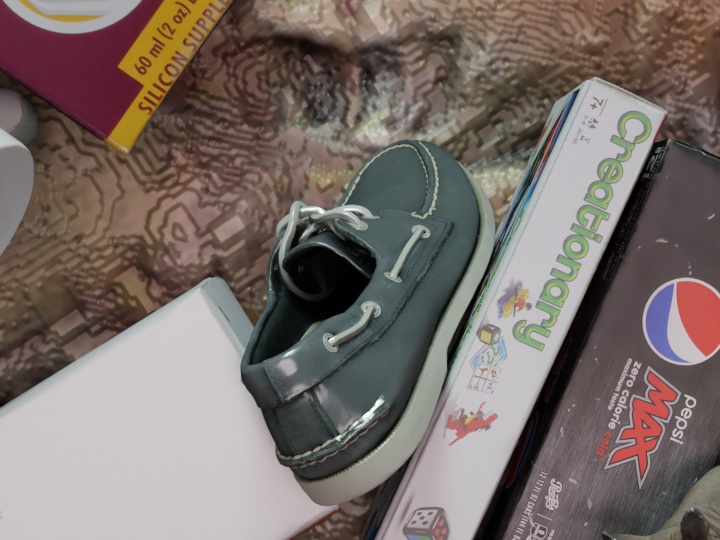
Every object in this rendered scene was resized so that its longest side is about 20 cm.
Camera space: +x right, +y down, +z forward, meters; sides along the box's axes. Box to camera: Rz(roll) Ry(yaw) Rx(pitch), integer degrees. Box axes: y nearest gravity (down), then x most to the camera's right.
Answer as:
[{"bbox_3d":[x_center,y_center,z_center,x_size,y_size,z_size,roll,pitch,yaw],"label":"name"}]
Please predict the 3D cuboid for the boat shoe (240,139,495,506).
[{"bbox_3d":[0.000,0.000,0.819,0.073,0.200,0.062,-27,116,27],"label":"boat shoe"}]

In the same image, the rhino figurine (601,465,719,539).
[{"bbox_3d":[0.154,0.115,0.840,0.060,0.200,0.088,-16,82,43],"label":"rhino figurine"}]

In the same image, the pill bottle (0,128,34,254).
[{"bbox_3d":[-0.215,-0.067,0.796,0.200,0.104,0.104,34,91,15],"label":"pill bottle"}]

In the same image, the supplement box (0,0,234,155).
[{"bbox_3d":[-0.143,-0.148,0.832,0.200,0.086,0.110,34,93,-23],"label":"supplement box"}]

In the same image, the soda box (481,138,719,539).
[{"bbox_3d":[0.110,0.052,0.884,0.071,0.063,0.200,23,91,-1],"label":"soda box"}]

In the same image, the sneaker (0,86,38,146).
[{"bbox_3d":[-0.228,-0.055,0.876,0.200,0.070,0.080,-11,88,0],"label":"sneaker"}]

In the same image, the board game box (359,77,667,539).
[{"bbox_3d":[0.054,0.027,0.851,0.035,0.126,0.200,25,91,0],"label":"board game box"}]

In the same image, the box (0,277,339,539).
[{"bbox_3d":[-0.116,0.095,0.852,0.200,0.124,0.098,-32,92,1],"label":"box"}]
